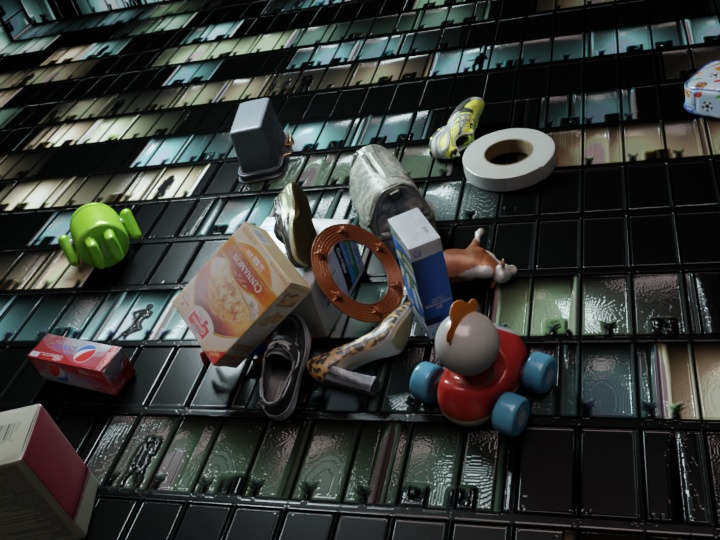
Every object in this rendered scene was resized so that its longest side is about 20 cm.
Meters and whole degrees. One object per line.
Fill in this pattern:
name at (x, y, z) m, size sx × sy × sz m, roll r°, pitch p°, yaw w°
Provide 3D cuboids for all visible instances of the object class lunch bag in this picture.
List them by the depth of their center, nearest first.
lunch bag at (0.055, -0.145, 1.539) m, size 0.139 × 0.168 × 0.200 m, roll -21°, pitch 37°, yaw -5°
lunch bag at (0.803, -0.381, 1.619) m, size 0.160 × 0.076 × 0.200 m, roll -36°, pitch 41°, yaw -26°

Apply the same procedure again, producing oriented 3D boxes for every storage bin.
storage bin at (-0.248, -0.335, 1.921) m, size 0.145 × 0.135 × 0.201 m, roll -9°, pitch 39°, yaw 11°

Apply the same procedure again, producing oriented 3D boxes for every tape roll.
tape roll at (0.323, -0.242, 1.663) m, size 0.202 × 0.037 × 0.203 m, roll -11°, pitch 37°, yaw 8°

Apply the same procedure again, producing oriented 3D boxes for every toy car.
toy car at (0.174, 0.113, 1.147) m, size 0.184 × 0.201 × 0.177 m, roll 18°, pitch 49°, yaw 36°

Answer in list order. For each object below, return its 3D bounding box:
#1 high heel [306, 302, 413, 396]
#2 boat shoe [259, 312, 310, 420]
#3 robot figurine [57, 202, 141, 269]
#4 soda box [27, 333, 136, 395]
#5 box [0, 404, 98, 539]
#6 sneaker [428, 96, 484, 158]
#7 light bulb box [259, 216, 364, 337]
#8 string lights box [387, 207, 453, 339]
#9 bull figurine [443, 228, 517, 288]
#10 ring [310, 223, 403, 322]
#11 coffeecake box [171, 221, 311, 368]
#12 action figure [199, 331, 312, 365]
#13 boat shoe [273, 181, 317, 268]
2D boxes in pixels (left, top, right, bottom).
high heel at (0.000, 0.117, 1.317) m, size 0.142 × 0.072 × 0.200 m, roll 11°, pitch 51°, yaw 30°
boat shoe at (-0.133, 0.149, 1.297) m, size 0.071 × 0.068 × 0.201 m, roll 0°, pitch 54°, yaw 14°
robot figurine at (-0.601, -0.083, 1.760) m, size 0.175 × 0.116 × 0.200 m, roll -27°, pitch 38°, yaw -14°
soda box at (-0.527, 0.177, 1.448) m, size 0.199 × 0.070 × 0.064 m, roll 6°, pitch 43°, yaw 28°
box at (-0.506, 0.317, 1.160) m, size 0.127 × 0.201 × 0.109 m, roll -13°, pitch 37°, yaw 5°
sneaker at (0.239, -0.323, 1.777) m, size 0.076 × 0.076 × 0.200 m, roll 23°, pitch 63°, yaw 31°
light bulb box at (-0.124, 0.007, 1.456) m, size 0.197 × 0.125 × 0.200 m, roll 4°, pitch 41°, yaw 25°
string lights box at (0.109, 0.007, 1.304) m, size 0.059 × 0.201 × 0.103 m, roll -21°, pitch 37°, yaw -6°
bull figurine at (0.186, -0.016, 1.415) m, size 0.199 × 0.065 × 0.122 m, roll -6°, pitch 35°, yaw 11°
ring at (0.000, 0.000, 1.386) m, size 0.019 × 0.200 × 0.201 m, roll -41°, pitch 16°, yaw 45°
coffeecake box at (-0.207, 0.044, 1.325) m, size 0.200 × 0.073 × 0.154 m, roll -46°, pitch 63°, yaw 12°
action figure at (-0.186, 0.134, 1.387) m, size 0.199 × 0.052 × 0.066 m, roll -8°, pitch 44°, yaw 5°
boat shoe at (-0.125, -0.075, 1.408) m, size 0.066 × 0.072 × 0.202 m, roll -33°, pitch 45°, yaw 24°
